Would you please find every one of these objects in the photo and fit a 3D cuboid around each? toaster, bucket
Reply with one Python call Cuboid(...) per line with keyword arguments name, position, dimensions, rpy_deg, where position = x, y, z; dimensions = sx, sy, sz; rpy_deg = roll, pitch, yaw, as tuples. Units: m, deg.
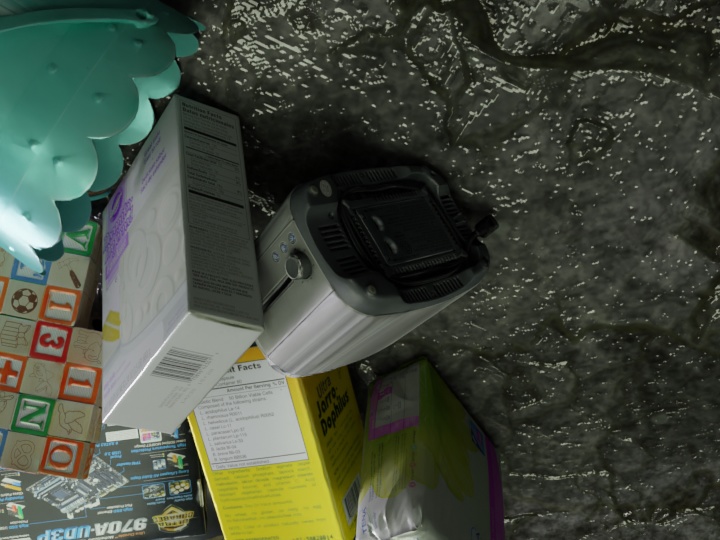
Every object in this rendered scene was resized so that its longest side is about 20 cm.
Cuboid(name="toaster", position=(0.000, 0.000, 0.707), dimensions=(0.129, 0.200, 0.114), rpy_deg=(-41, 74, 39))
Cuboid(name="bucket", position=(-0.212, -0.113, 0.626), dimensions=(0.135, 0.207, 0.207), rpy_deg=(33, 128, -11))

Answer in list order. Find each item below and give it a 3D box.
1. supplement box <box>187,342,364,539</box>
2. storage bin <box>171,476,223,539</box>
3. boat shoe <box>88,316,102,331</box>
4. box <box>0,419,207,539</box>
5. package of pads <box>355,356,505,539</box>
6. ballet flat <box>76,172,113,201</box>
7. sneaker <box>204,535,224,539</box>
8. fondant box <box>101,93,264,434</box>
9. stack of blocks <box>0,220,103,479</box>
Cuboid(name="supplement box", position=(-0.067, 0.140, 0.820), dimensions=(0.109, 0.110, 0.200), rpy_deg=(-10, 103, 18))
Cuboid(name="storage bin", position=(-0.143, 0.243, 0.964), dimensions=(0.200, 0.146, 0.134), rpy_deg=(35, 100, -18))
Cuboid(name="boat shoe", position=(-0.174, 0.105, 0.881), dimensions=(0.200, 0.072, 0.072), rpy_deg=(22, 122, -13))
Cuboid(name="box", position=(-0.239, 0.163, 0.833), dimensions=(0.200, 0.046, 0.159), rpy_deg=(-6, 108, -8))
Cuboid(name="package of pads", position=(0.064, 0.190, 0.822), dimensions=(0.068, 0.200, 0.155), rpy_deg=(-25, 121, 21))
Cuboid(name="ballet flat", position=(-0.293, -0.091, 0.753), dimensions=(0.200, 0.068, 0.072), rpy_deg=(1, 110, 15))
Cuboid(name="sneaker", position=(-0.076, 0.269, 0.864), dimensions=(0.200, 0.078, 0.099), rpy_deg=(4, 153, -22))
Cuboid(name="fondant box", position=(-0.136, -0.005, 0.693), dimensions=(0.058, 0.200, 0.144), rpy_deg=(16, 135, -30))
Cuboid(name="stack of blocks", position=(-0.256, 0.057, 0.765), dimensions=(0.115, 0.200, 0.059), rpy_deg=(10, 167, -5))
